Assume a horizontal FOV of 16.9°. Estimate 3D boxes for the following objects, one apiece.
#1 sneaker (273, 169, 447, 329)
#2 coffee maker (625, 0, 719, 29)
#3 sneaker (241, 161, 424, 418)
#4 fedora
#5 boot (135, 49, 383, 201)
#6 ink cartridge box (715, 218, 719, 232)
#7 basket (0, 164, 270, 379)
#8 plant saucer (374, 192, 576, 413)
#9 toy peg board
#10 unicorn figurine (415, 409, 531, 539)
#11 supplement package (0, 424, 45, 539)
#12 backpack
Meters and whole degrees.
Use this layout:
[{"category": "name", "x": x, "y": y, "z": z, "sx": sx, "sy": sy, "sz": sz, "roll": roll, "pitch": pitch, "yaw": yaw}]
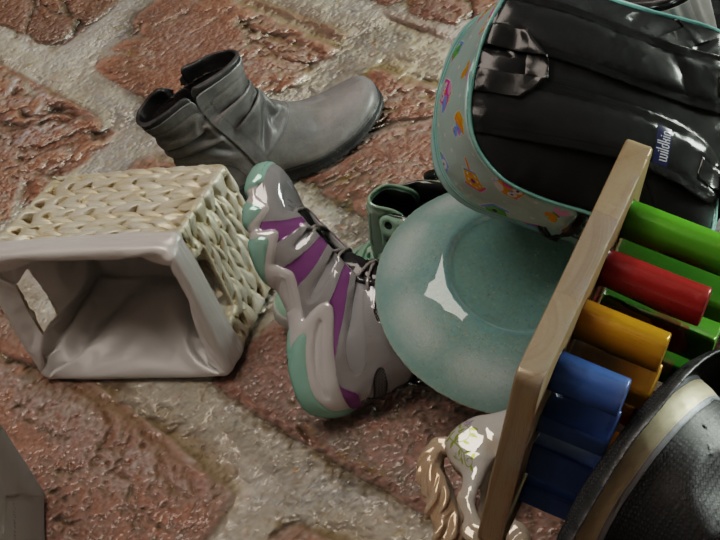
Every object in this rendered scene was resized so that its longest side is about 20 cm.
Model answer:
[{"category": "sneaker", "x": 0.007, "y": -0.018, "z": 1.873, "sx": 0.200, "sy": 0.118, "sz": 0.074, "roll": -11, "pitch": 39, "yaw": 23}, {"category": "coffee maker", "x": 0.269, "y": -0.188, "z": 1.844, "sx": 0.135, "sy": 0.200, "sz": 0.192, "roll": -11, "pitch": 38, "yaw": 21}, {"category": "sneaker", "x": 0.000, "y": 0.000, "z": 1.805, "sx": 0.140, "sy": 0.200, "sz": 0.078, "roll": -18, "pitch": 3, "yaw": 19}, {"category": "fedora", "x": 0.207, "y": 0.144, "z": 1.517, "sx": 0.092, "sy": 0.201, "sz": 0.201, "roll": 34, "pitch": 63, "yaw": 18}, {"category": "boot", "x": -0.083, "y": -0.139, "z": 2.076, "sx": 0.200, "sy": 0.132, "sz": 0.070, "roll": -35, "pitch": 35, "yaw": -10}, {"category": "ink cartridge box", "x": 0.314, "y": 0.013, "z": 1.659, "sx": 0.146, "sy": 0.085, "sz": 0.200, "roll": -22, "pitch": 37, "yaw": 9}, {"category": "basket", "x": -0.183, "y": 0.000, "z": 1.968, "sx": 0.200, "sy": 0.136, "sz": 0.123, "roll": -2, "pitch": 38, "yaw": 32}, {"category": "plant saucer", "x": 0.112, "y": 0.010, "z": 1.747, "sx": 0.201, "sy": 0.039, "sz": 0.201, "roll": 3, "pitch": 56, "yaw": -5}, {"category": "toy peg board", "x": 0.165, "y": 0.062, "z": 1.528, "sx": 0.098, "sy": 0.200, "sz": 0.199, "roll": 21, "pitch": 55, "yaw": 10}, {"category": "unicorn figurine", "x": 0.130, "y": 0.116, "z": 1.651, "sx": 0.200, "sy": 0.074, "sz": 0.137, "roll": -12, "pitch": 52, "yaw": -5}, {"category": "supplement package", "x": -0.353, "y": 0.214, "z": 1.792, "sx": 0.200, "sy": 0.147, "sz": 0.191, "roll": -21, "pitch": 35, "yaw": 7}, {"category": "backpack", "x": 0.148, "y": -0.105, "z": 1.687, "sx": 0.153, "sy": 0.200, "sz": 0.176, "roll": -11, "pitch": 63, "yaw": 65}]
